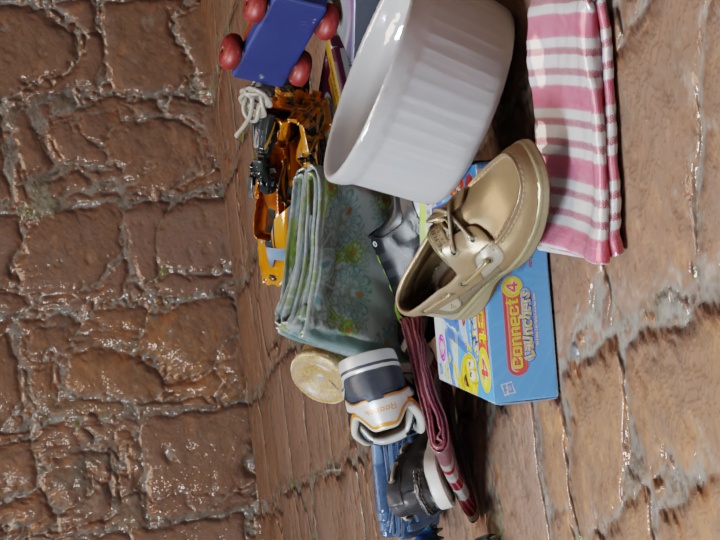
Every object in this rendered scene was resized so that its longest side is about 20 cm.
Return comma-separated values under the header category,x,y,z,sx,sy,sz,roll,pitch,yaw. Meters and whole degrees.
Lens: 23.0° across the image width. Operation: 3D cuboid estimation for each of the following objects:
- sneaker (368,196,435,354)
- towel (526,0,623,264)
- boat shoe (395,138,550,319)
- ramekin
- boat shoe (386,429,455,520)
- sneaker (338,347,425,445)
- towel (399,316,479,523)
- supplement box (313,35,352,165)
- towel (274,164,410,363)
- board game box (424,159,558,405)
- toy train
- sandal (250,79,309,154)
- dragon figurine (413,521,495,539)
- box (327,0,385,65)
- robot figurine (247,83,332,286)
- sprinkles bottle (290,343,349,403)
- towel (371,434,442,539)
category,x,y,z,sx,sy,sz,roll,pitch,yaw
sneaker,0.049,-0.017,1.713,0.072,0.083,0.200,-36,-41,-57
towel,0.153,-0.108,1.299,0.146,0.030,0.200,-157,62,-77
boat shoe,0.086,-0.024,1.369,0.071,0.064,0.200,67,148,32
ramekin,0.050,-0.152,1.475,0.200,0.098,0.201,-159,90,-79
boat shoe,0.061,0.203,1.757,0.200,0.060,0.074,-67,-43,-80
sneaker,0.022,0.128,1.675,0.200,0.078,0.080,42,-149,-76
towel,0.081,0.145,1.694,0.200,0.023,0.144,64,-168,-60
supplement box,0.014,-0.140,1.820,0.200,0.103,0.131,104,157,-62
towel,0.000,0.000,1.736,0.048,0.200,0.171,-2,75,40
board game box,0.108,0.005,1.520,0.196,0.056,0.200,-169,74,-79
toy train,-0.088,-0.227,1.650,0.200,0.085,0.116,126,150,-52
sandal,-0.088,-0.143,1.825,0.043,0.076,0.200,21,130,34
dragon figurine,0.068,0.284,1.660,0.099,0.200,0.059,-31,-56,-59
box,0.028,-0.321,1.608,0.198,0.123,0.200,-113,19,-54
robot figurine,-0.066,-0.092,1.766,0.145,0.058,0.200,-56,-28,-56
sprinkles bottle,-0.002,0.050,1.831,0.200,0.068,0.068,-56,-21,-43
towel,0.050,0.180,1.869,0.112,0.048,0.200,3,-100,-65
